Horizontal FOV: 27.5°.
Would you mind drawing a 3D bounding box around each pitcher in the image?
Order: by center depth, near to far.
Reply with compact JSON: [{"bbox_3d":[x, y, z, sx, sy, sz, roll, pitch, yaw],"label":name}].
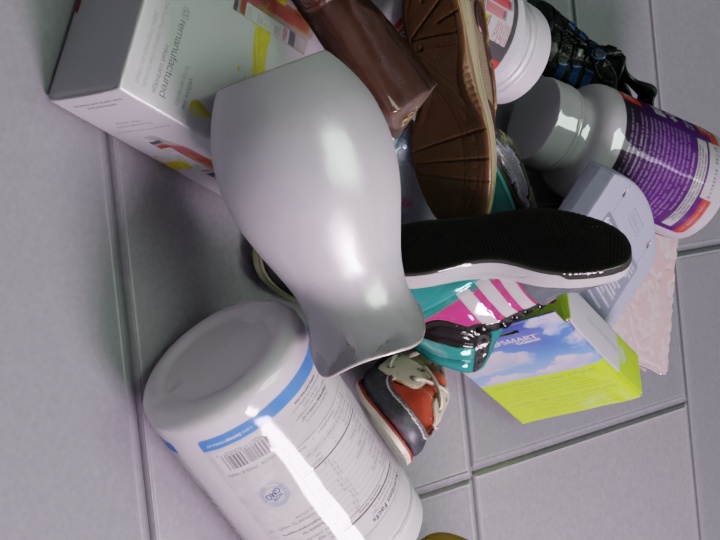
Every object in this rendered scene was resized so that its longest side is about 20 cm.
[{"bbox_3d":[-0.026,-0.044,1.017,0.172,0.121,0.201,-106,175,-82],"label":"pitcher"}]

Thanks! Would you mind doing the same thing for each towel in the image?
[{"bbox_3d":[0.259,-0.011,1.491,0.191,0.032,0.201,26,66,-43],"label":"towel"}]

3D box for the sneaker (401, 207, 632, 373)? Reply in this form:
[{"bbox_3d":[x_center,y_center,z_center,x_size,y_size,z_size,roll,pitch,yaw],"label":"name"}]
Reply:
[{"bbox_3d":[0.109,0.023,1.144,0.121,0.199,0.084,82,9,-46],"label":"sneaker"}]

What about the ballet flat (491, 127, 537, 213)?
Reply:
[{"bbox_3d":[0.142,-0.047,1.346,0.072,0.072,0.201,-45,120,-40],"label":"ballet flat"}]

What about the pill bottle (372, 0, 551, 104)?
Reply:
[{"bbox_3d":[0.066,-0.215,1.235,0.200,0.116,0.116,19,74,-45],"label":"pill bottle"}]

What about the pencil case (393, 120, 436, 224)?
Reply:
[{"bbox_3d":[0.055,-0.055,1.231,0.083,0.091,0.200,-48,123,-5],"label":"pencil case"}]

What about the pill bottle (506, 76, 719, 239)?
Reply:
[{"bbox_3d":[0.241,-0.110,1.390,0.199,0.111,0.112,19,73,-27],"label":"pill bottle"}]

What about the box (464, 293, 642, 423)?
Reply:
[{"bbox_3d":[0.154,0.070,1.283,0.200,0.122,0.048,40,41,-50],"label":"box"}]

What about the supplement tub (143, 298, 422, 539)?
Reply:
[{"bbox_3d":[-0.055,0.132,1.068,0.132,0.132,0.200,-55,126,-34],"label":"supplement tub"}]

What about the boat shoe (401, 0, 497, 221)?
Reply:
[{"bbox_3d":[0.081,-0.134,1.148,0.072,0.072,0.201,-24,107,-53],"label":"boat shoe"}]

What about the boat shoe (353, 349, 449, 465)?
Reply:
[{"bbox_3d":[0.038,0.097,1.141,0.071,0.062,0.200,59,4,-3],"label":"boat shoe"}]

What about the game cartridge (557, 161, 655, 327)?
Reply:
[{"bbox_3d":[0.211,-0.014,1.318,0.134,0.040,0.200,-53,150,-6],"label":"game cartridge"}]

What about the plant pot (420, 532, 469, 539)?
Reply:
[{"bbox_3d":[0.049,0.339,1.138,0.189,0.200,0.201,-35,114,-25],"label":"plant pot"}]

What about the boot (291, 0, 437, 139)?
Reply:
[{"bbox_3d":[-0.023,-0.175,1.024,0.200,0.064,0.186,59,26,-9],"label":"boot"}]

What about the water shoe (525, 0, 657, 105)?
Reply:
[{"bbox_3d":[0.218,-0.208,1.428,0.200,0.079,0.072,33,64,-41],"label":"water shoe"}]

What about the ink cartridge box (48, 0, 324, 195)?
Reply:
[{"bbox_3d":[-0.107,-0.149,1.065,0.200,0.083,0.146,28,68,-43],"label":"ink cartridge box"}]

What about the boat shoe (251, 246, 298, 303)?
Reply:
[{"bbox_3d":[0.000,0.001,1.184,0.200,0.066,0.072,22,72,-44],"label":"boat shoe"}]
